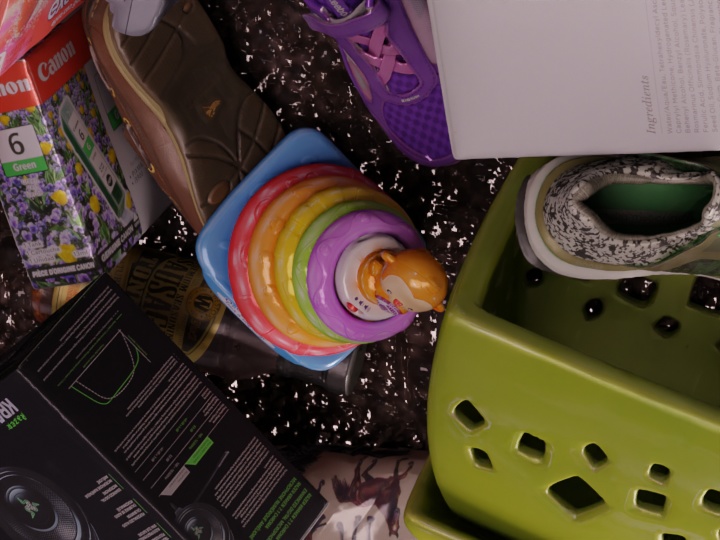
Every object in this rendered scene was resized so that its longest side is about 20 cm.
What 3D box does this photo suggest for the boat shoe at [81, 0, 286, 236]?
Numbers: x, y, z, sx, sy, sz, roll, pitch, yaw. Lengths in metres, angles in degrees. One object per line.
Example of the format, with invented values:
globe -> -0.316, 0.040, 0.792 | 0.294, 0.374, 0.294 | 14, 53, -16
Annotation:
boat shoe -> -0.096, -0.081, 1.380 | 0.067, 0.072, 0.201 | 13, 137, 53

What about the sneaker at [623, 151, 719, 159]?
sneaker -> 0.206, -0.074, 1.278 | 0.199, 0.085, 0.073 | 5, 113, -8

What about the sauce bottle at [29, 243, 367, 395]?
sauce bottle -> -0.094, 0.026, 1.430 | 0.199, 0.066, 0.066 | 14, 119, 11

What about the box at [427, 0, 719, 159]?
box -> 0.150, -0.136, 1.210 | 0.199, 0.152, 0.107 | -1, 116, 19

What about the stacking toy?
stacking toy -> 0.000, 0.000, 1.293 | 0.116, 0.200, 0.110 | 45, 80, -19

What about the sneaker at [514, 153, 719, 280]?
sneaker -> 0.180, -0.027, 1.191 | 0.199, 0.089, 0.077 | -4, 88, -6

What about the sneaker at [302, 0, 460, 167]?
sneaker -> 0.007, -0.140, 1.296 | 0.080, 0.089, 0.201 | -13, 111, 23

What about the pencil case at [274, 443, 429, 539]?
pencil case -> 0.019, 0.151, 1.444 | 0.199, 0.078, 0.090 | 3, 103, 18

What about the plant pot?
plant pot -> 0.139, 0.071, 1.299 | 0.199, 0.199, 0.182 | 21, 127, 7

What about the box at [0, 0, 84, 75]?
box -> -0.187, -0.192, 1.271 | 0.102, 0.200, 0.095 | 27, 123, 6

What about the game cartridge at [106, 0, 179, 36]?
game cartridge -> -0.083, -0.234, 1.252 | 0.041, 0.133, 0.201 | 21, 120, 9

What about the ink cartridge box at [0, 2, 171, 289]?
ink cartridge box -> -0.175, -0.103, 1.365 | 0.050, 0.109, 0.201 | -8, 113, 23

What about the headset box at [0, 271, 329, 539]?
headset box -> -0.141, 0.129, 1.384 | 0.200, 0.093, 0.174 | 47, 139, -9
